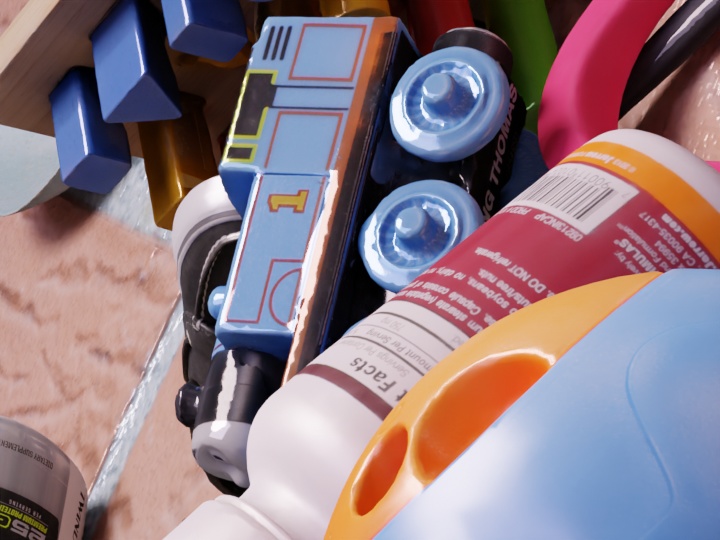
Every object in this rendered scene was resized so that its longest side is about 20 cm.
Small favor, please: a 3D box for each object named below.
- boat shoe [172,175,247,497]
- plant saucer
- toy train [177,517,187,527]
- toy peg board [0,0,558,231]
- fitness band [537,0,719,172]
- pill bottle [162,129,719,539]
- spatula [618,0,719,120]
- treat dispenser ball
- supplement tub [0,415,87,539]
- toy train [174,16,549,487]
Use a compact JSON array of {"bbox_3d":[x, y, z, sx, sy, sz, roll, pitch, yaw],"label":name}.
[{"bbox_3d":[-0.042,0.030,1.170,0.200,0.068,0.057,94,174,-60],"label":"boat shoe"},{"bbox_3d":[-0.156,-0.117,1.651,0.201,0.039,0.202,-46,31,37],"label":"plant saucer"},{"bbox_3d":[-0.032,0.160,1.022,0.200,0.085,0.115,-156,63,-65],"label":"toy train"},{"bbox_3d":[-0.022,-0.075,1.149,0.200,0.198,0.098,-45,46,39],"label":"toy peg board"},{"bbox_3d":[0.135,-0.079,0.976,0.200,0.037,0.144,8,72,61],"label":"fitness band"},{"bbox_3d":[0.040,0.056,0.870,0.200,0.113,0.113,-38,17,-18],"label":"pill bottle"},{"bbox_3d":[0.086,-0.044,1.085,0.200,0.020,0.057,-52,26,27],"label":"spatula"},{"bbox_3d":[0.084,0.100,0.721,0.201,0.200,0.202,-47,29,36],"label":"treat dispenser ball"},{"bbox_3d":[-0.203,0.177,1.356,0.122,0.122,0.201,-40,35,45],"label":"supplement tub"},{"bbox_3d":[0.000,0.000,1.030,0.114,0.087,0.201,2,64,24],"label":"toy train"}]
